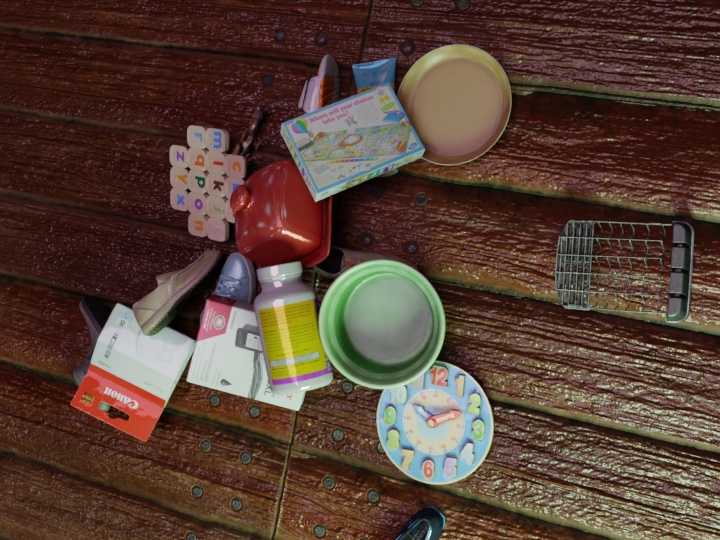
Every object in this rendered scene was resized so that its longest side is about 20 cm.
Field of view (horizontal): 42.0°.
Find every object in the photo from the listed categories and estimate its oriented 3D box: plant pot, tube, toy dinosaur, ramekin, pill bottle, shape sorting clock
[{"bbox_3d":[0.155,-0.272,1.556,0.198,0.027,0.202,-2,85,22],"label":"plant pot"},{"bbox_3d":[0.031,-0.262,1.597,0.077,0.050,0.202,-6,79,6],"label":"tube"},{"bbox_3d":[-0.226,-0.205,1.697,0.200,0.060,0.106,-46,44,13],"label":"toy dinosaur"},{"bbox_3d":[0.039,0.081,1.490,0.198,0.098,0.202,0,92,10],"label":"ramekin"},{"bbox_3d":[-0.111,0.090,1.494,0.103,0.104,0.202,-11,91,20],"label":"pill bottle"},{"bbox_3d":[0.119,0.247,1.524,0.198,0.039,0.202,-2,85,22],"label":"shape sorting clock"}]

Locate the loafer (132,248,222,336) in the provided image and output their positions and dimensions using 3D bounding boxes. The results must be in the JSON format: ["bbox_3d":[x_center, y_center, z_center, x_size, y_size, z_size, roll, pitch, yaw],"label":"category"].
[{"bbox_3d":[-0.328,0.026,1.669,0.068,0.076,0.200,42,75,6],"label":"loafer"}]

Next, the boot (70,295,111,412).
[{"bbox_3d":[-0.503,0.158,1.763,0.130,0.068,0.201,-40,74,15],"label":"boot"}]

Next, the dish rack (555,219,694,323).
[{"bbox_3d":[0.398,-0.004,1.426,0.198,0.054,0.155,4,86,24],"label":"dish rack"}]

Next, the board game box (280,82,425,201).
[{"bbox_3d":[-0.013,-0.212,1.530,0.199,0.034,0.135,-23,77,-15],"label":"board game box"}]

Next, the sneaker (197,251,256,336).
[{"bbox_3d":[-0.240,0.064,1.657,0.073,0.082,0.202,12,90,21],"label":"sneaker"}]

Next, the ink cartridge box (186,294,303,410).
[{"bbox_3d":[-0.176,0.138,1.587,0.198,0.083,0.146,15,92,-2],"label":"ink cartridge box"}]

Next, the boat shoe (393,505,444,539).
[{"bbox_3d":[0.060,0.466,1.515,0.084,0.069,0.201,27,96,21],"label":"boat shoe"}]

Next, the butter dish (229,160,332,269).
[{"bbox_3d":[-0.150,-0.100,1.558,0.199,0.147,0.202,-21,59,44],"label":"butter dish"}]

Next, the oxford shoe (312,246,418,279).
[{"bbox_3d":[0.000,0.000,1.570,0.198,0.075,0.071,8,89,22],"label":"oxford shoe"}]

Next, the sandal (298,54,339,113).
[{"bbox_3d":[-0.081,-0.271,1.621,0.059,0.079,0.209,7,90,19],"label":"sandal"}]

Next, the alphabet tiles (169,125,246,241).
[{"bbox_3d":[-0.274,-0.157,1.686,0.195,0.015,0.202,13,107,37],"label":"alphabet tiles"}]

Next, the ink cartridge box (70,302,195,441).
[{"bbox_3d":[-0.410,0.181,1.684,0.159,0.047,0.201,25,77,3],"label":"ink cartridge box"}]
